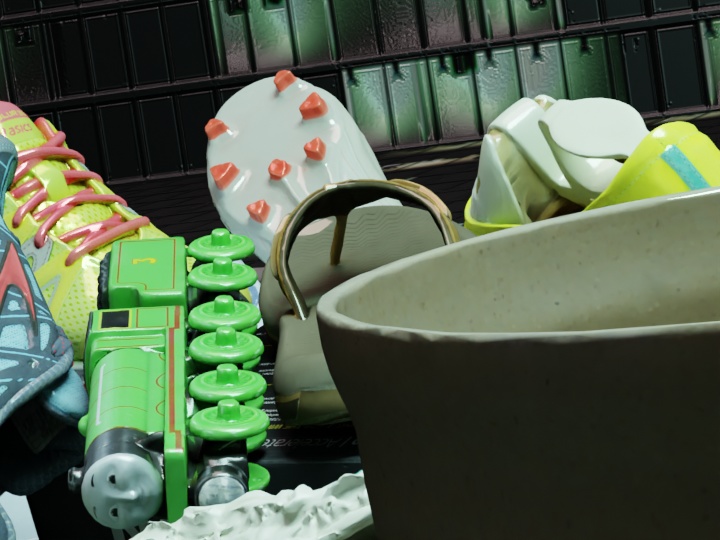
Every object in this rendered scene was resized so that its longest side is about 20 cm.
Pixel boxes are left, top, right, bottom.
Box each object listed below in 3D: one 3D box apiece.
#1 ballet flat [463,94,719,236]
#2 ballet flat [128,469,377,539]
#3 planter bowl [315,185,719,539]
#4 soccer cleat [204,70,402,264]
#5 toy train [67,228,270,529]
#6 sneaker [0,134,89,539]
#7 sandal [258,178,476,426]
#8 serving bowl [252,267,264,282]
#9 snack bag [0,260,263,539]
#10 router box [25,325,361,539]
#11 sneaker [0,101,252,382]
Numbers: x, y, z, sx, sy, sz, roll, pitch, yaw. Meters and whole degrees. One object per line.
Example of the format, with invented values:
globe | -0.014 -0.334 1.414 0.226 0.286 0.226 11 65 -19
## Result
ballet flat | 0.078 -0.031 0.971 0.067 0.067 0.200 -42 16 -13
ballet flat | 0.023 0.075 0.651 0.200 0.072 0.072 -22 3 14
planter bowl | 0.100 0.056 0.431 0.200 0.135 0.200 -8 6 1
soccer cleat | -0.006 -0.009 1.125 0.069 0.078 0.200 -36 43 -2
toy train | -0.057 0.031 0.836 0.056 0.042 0.200 -2 18 -3
sneaker | -0.128 0.035 0.872 0.095 0.079 0.200 19 44 -7
sandal | 0.000 0.000 0.883 0.080 0.054 0.200 -15 12 4
serving bowl | -0.068 0.038 1.187 0.200 0.066 0.200 -9 6 1
snack bag | -0.091 0.051 1.033 0.188 0.021 0.200 -10 29 -25
router box | 0.012 0.054 0.884 0.200 0.051 0.149 -4 17 40
sneaker | -0.120 -0.014 1.010 0.200 0.090 0.078 14 30 41
